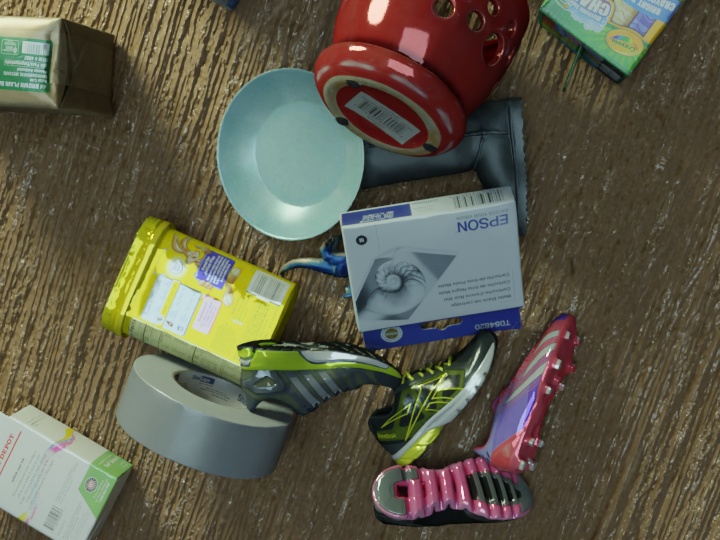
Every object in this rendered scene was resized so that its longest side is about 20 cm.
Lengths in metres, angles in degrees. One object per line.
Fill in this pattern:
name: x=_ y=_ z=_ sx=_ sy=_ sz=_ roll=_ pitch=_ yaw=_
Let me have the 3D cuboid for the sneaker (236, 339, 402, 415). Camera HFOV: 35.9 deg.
sneaker: x=-0.049 y=0.126 z=1.288 sx=0.198 sy=0.074 sz=0.082 roll=5 pitch=98 yaw=-13

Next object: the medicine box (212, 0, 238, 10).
medicine box: x=-0.157 y=-0.406 z=1.239 sx=0.103 sy=0.200 sz=0.183 roll=37 pitch=100 yaw=3

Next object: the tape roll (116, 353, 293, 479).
tape roll: x=-0.181 y=0.167 z=1.298 sx=0.199 sy=0.200 sz=0.067 roll=21 pitch=98 yaw=6

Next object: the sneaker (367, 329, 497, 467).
sneaker: x=0.084 y=0.142 z=1.320 sx=0.084 sy=0.074 sz=0.200 roll=39 pitch=99 yaw=2

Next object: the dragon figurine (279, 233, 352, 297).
dragon figurine: x=0.000 y=0.000 z=1.327 sx=0.199 sy=0.059 sz=0.100 roll=-23 pitch=92 yaw=8

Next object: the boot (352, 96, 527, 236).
boot: x=0.093 y=-0.115 z=1.298 sx=0.198 sy=0.066 sz=0.166 roll=-4 pitch=87 yaw=6

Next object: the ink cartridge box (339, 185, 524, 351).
ink cartridge box: x=0.086 y=0.011 z=1.270 sx=0.198 sy=0.041 sz=0.201 roll=-10 pitch=124 yaw=2

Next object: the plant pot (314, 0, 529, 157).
plant pot: x=0.061 y=-0.238 z=1.195 sx=0.199 sy=0.201 sz=0.183 roll=24 pitch=69 yaw=5

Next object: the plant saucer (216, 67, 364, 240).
plant saucer: x=-0.078 y=-0.138 z=1.320 sx=0.199 sy=0.039 sz=0.203 roll=4 pitch=100 yaw=26

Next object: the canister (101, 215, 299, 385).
canister: x=-0.190 y=0.042 z=1.340 sx=0.199 sy=0.087 sz=0.150 roll=24 pitch=88 yaw=4

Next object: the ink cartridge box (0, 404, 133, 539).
ink cartridge box: x=-0.405 y=0.252 z=1.406 sx=0.199 sy=0.067 sz=0.118 roll=30 pitch=99 yaw=3

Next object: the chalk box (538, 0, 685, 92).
chalk box: x=0.275 y=-0.290 z=1.226 sx=0.124 sy=0.125 sz=0.201 roll=38 pitch=98 yaw=3

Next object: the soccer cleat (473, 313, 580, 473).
soccer cleat: x=0.197 y=0.141 z=1.310 sx=0.076 sy=0.067 sz=0.202 roll=20 pitch=90 yaw=32

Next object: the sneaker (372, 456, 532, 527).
sneaker: x=0.106 y=0.278 z=1.339 sx=0.198 sy=0.096 sz=0.080 roll=3 pitch=55 yaw=-9

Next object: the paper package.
paper package: x=-0.408 y=-0.237 z=1.297 sx=0.198 sy=0.191 sz=0.104 roll=5 pitch=96 yaw=7
